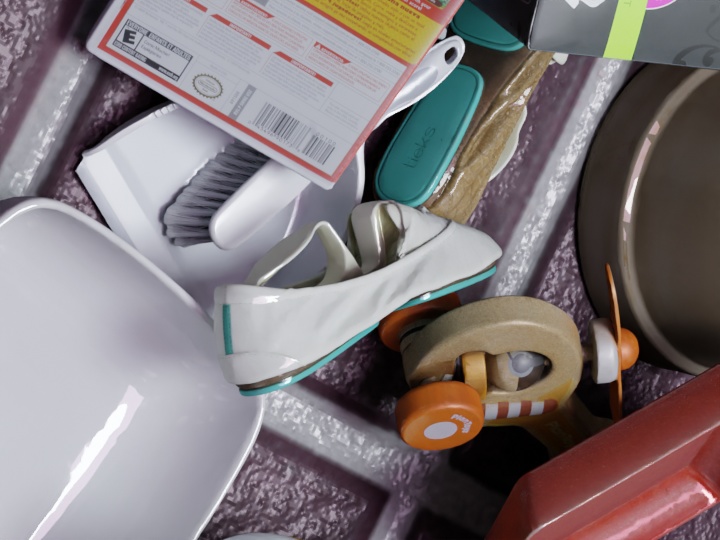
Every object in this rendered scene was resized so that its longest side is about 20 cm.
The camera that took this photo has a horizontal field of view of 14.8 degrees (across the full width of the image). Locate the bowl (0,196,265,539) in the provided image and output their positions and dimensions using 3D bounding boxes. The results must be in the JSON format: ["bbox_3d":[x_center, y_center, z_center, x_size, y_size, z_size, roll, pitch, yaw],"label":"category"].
[{"bbox_3d":[-0.166,0.077,1.349,0.200,0.075,0.200,44,76,-34],"label":"bowl"}]

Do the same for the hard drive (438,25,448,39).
[{"bbox_3d":[0.017,-0.234,1.427,0.139,0.038,0.201,20,90,-36],"label":"hard drive"}]

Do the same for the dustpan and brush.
[{"bbox_3d":[-0.030,-0.060,1.419,0.200,0.057,0.140,-42,121,-20],"label":"dustpan and brush"}]

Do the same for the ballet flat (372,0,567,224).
[{"bbox_3d":[0.075,-0.106,1.487,0.072,0.068,0.201,33,81,-56],"label":"ballet flat"}]

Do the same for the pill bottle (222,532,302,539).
[{"bbox_3d":[-0.036,0.191,1.396,0.200,0.112,0.113,26,85,-64],"label":"pill bottle"}]

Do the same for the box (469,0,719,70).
[{"bbox_3d":[0.142,-0.213,1.365,0.148,0.124,0.201,3,111,-24],"label":"box"}]

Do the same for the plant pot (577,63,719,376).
[{"bbox_3d":[0.250,-0.022,1.557,0.199,0.173,0.201,-10,107,-33],"label":"plant pot"}]

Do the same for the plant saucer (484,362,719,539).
[{"bbox_3d":[0.142,0.121,1.529,0.199,0.200,0.037,-27,71,-21],"label":"plant saucer"}]

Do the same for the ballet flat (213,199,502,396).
[{"bbox_3d":[0.000,0.000,1.400,0.200,0.069,0.070,-27,116,-44],"label":"ballet flat"}]

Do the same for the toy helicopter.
[{"bbox_3d":[0.104,0.064,1.517,0.132,0.079,0.200,-23,145,17],"label":"toy helicopter"}]

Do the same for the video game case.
[{"bbox_3d":[-0.022,-0.149,1.324,0.143,0.017,0.200,30,117,-12],"label":"video game case"}]
